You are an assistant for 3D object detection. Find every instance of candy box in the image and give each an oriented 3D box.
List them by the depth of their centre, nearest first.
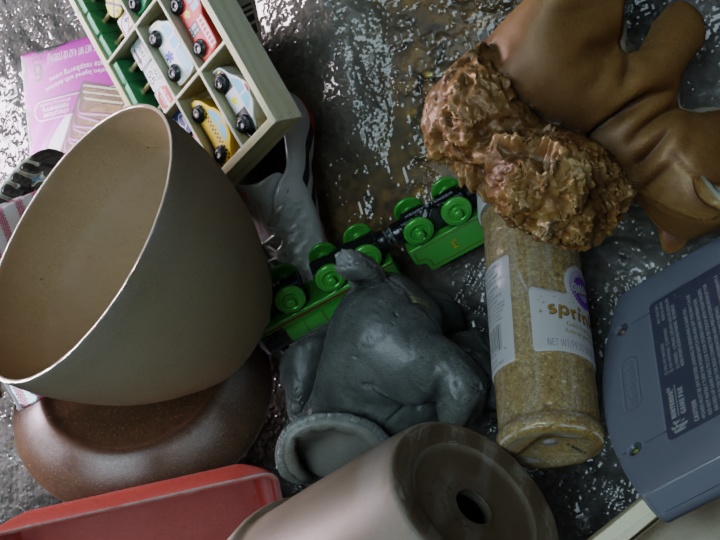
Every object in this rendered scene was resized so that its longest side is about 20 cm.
[{"bbox_3d":[-0.196,-0.086,1.040,0.136,0.061,0.201,-8,87,28],"label":"candy box"}]

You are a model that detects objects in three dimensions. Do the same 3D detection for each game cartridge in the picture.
[{"bbox_3d":[0.208,0.057,0.777,0.133,0.200,0.041,-30,115,24],"label":"game cartridge"}]

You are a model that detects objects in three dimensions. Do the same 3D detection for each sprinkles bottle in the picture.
[{"bbox_3d":[0.114,0.024,0.836,0.068,0.068,0.200,-18,55,25],"label":"sprinkles bottle"}]

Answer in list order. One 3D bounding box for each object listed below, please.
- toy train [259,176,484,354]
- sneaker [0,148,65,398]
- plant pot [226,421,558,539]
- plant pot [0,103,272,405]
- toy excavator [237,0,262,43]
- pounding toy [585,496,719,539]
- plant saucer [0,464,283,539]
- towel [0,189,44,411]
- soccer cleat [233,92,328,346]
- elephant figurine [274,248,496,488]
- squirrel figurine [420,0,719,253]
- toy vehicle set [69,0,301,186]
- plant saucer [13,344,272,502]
[{"bbox_3d":[0.000,0.000,0.920,0.200,0.056,0.042,-28,35,6],"label":"toy train"},{"bbox_3d":[-0.280,-0.004,1.006,0.090,0.078,0.200,19,84,57],"label":"sneaker"},{"bbox_3d":[0.025,0.188,0.780,0.200,0.200,0.174,50,125,18],"label":"plant pot"},{"bbox_3d":[-0.138,0.009,0.866,0.200,0.134,0.201,-31,43,33],"label":"plant pot"},{"bbox_3d":[-0.090,-0.221,0.973,0.100,0.200,0.195,13,51,28],"label":"toy excavator"},{"bbox_3d":[0.231,0.229,0.799,0.184,0.142,0.200,-41,72,9],"label":"pounding toy"},{"bbox_3d":[-0.145,0.218,0.932,0.199,0.200,0.037,-12,42,-5],"label":"plant saucer"},{"bbox_3d":[-0.190,-0.004,0.950,0.200,0.030,0.147,-25,88,-14],"label":"towel"},{"bbox_3d":[-0.059,-0.037,0.958,0.068,0.085,0.201,-8,86,26],"label":"soccer cleat"},{"bbox_3d":[-0.003,0.106,0.897,0.200,0.141,0.155,-44,74,17],"label":"elephant figurine"},{"bbox_3d":[0.147,-0.081,0.810,0.200,0.142,0.187,-41,89,-24],"label":"squirrel figurine"},{"bbox_3d":[-0.130,-0.155,0.919,0.124,0.026,0.200,-41,74,42],"label":"toy vehicle set"},{"bbox_3d":[-0.167,0.085,0.970,0.200,0.037,0.201,-4,52,5],"label":"plant saucer"}]
